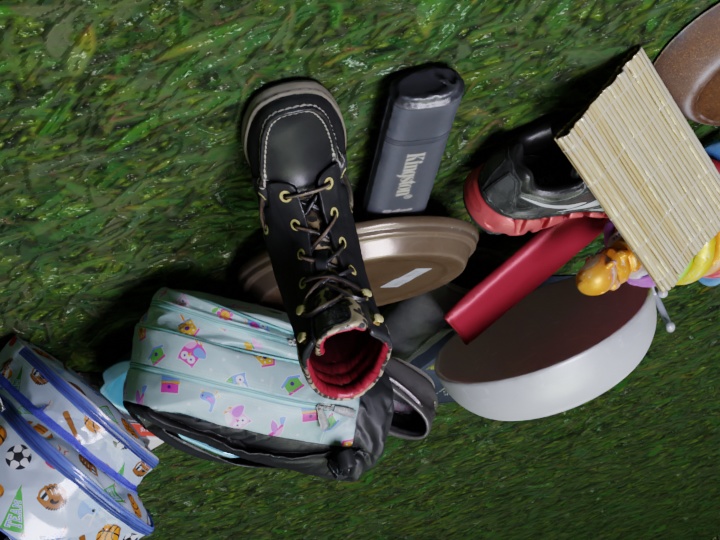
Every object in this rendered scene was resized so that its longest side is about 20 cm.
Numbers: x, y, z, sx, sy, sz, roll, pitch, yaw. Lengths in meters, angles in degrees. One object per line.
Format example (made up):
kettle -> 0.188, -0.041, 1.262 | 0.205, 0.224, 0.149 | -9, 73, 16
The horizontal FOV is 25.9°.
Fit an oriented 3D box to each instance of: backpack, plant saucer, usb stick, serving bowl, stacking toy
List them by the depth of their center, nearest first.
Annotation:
usb stick -> 0.035, -0.085, 1.129 | 0.055, 0.033, 0.200 | -15, 159, -13
plant saucer -> 0.316, -0.164, 1.180 | 0.200, 0.035, 0.200 | -16, 158, -7
backpack -> -0.246, 0.159, 1.226 | 0.154, 0.190, 0.200 | -48, 133, 2
backpack -> -0.088, 0.089, 1.239 | 0.200, 0.127, 0.167 | 16, 168, -19
plant saucer -> 0.000, 0.000, 1.264 | 0.200, 0.030, 0.200 | -11, 165, -3
stacking toy -> 0.243, -0.023, 1.287 | 0.200, 0.110, 0.116 | -24, 171, -37
serving bowl -> 0.166, 0.075, 1.350 | 0.200, 0.066, 0.200 | -22, -164, 7

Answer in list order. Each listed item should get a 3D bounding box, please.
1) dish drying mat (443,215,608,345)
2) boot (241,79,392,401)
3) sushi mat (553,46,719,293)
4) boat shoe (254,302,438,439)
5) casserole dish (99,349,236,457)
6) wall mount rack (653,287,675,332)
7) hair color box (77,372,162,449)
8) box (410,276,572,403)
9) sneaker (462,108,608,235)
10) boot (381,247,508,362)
dish drying mat -> 0.155, -0.014, 1.338 | 0.200, 0.018, 0.077 | -40, 156, 1
boot -> -0.028, -0.017, 1.056 | 0.073, 0.151, 0.200 | -12, 146, -10
sushi mat -> 0.221, -0.072, 1.183 | 0.096, 0.012, 0.200 | -50, 130, -9
boat shoe -> -0.020, 0.087, 1.352 | 0.200, 0.057, 0.067 | 25, 120, -17
casserole dish -> -0.132, 0.108, 1.365 | 0.200, 0.039, 0.121 | 28, 140, -31
wall mount rack -> 0.343, -0.004, 1.535 | 0.200, 0.075, 0.174 | -23, 159, 7
hair color box -> -0.283, 0.165, 1.427 | 0.200, 0.061, 0.101 | -32, 155, 27
box -> 0.111, 0.073, 1.556 | 0.157, 0.051, 0.200 | -1, 152, -42
sneaker -> 0.181, -0.082, 1.208 | 0.200, 0.071, 0.098 | -11, 159, -18
boot -> 0.024, 0.055, 1.411 | 0.182, 0.073, 0.200 | -18, 169, -41
